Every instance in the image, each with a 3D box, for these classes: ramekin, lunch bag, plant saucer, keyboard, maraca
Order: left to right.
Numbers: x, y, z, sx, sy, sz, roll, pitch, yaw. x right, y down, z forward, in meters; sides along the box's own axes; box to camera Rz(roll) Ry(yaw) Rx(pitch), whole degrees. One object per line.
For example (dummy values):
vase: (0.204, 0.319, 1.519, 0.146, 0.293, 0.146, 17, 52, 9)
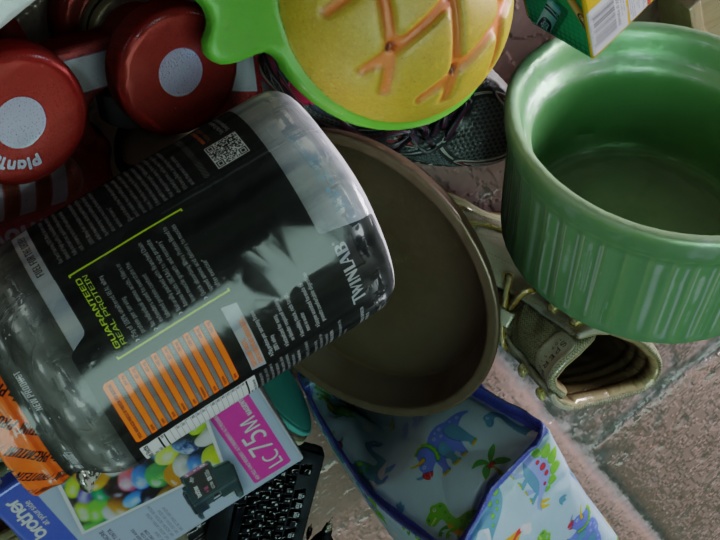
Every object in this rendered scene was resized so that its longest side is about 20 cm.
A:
keyboard: (-0.062, 0.211, 0.903, 0.103, 0.040, 0.202, -1, 120, -28)
maraca: (-0.002, -0.145, 0.638, 0.198, 0.107, 0.139, 10, 91, -36)
plant saucer: (0.000, 0.000, 0.773, 0.029, 0.198, 0.202, -44, 142, -42)
lunch bag: (0.059, 0.142, 0.877, 0.128, 0.199, 0.171, -50, 134, -15)
ramekin: (0.178, -0.052, 0.767, 0.198, 0.201, 0.098, -14, 139, -18)

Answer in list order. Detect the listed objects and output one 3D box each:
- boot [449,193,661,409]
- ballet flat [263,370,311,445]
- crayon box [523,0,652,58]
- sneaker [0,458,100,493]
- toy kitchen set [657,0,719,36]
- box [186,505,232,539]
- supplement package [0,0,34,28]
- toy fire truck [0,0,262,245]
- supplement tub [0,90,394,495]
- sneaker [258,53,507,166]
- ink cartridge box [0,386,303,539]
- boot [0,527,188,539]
boot: (0.086, 0.019, 0.822, 0.198, 0.155, 0.073, 9, 118, -30)
ballet flat: (-0.100, 0.052, 0.825, 0.069, 0.070, 0.201, -34, 129, -3)
crayon box: (0.137, -0.230, 0.708, 0.119, 0.058, 0.201, -44, 147, -11)
sneaker: (-0.141, 0.075, 0.691, 0.198, 0.090, 0.077, -18, 161, -1)
toy kitchen set: (0.324, -0.111, 0.854, 0.162, 0.181, 0.201, -29, 130, -8)
box: (-0.132, 0.268, 0.957, 0.199, 0.050, 0.199, -37, 131, -2)
supplement package: (-0.153, -0.213, 0.573, 0.199, 0.117, 0.117, -38, 129, 0)
toy fire truck: (-0.144, -0.062, 0.668, 0.198, 0.112, 0.170, -20, 126, -25)
supplement tub: (-0.093, 0.012, 0.609, 0.199, 0.123, 0.123, -31, 131, -11)
sneaker: (0.022, -0.100, 0.771, 0.198, 0.075, 0.081, 13, 114, -35)
ink cartridge box: (-0.143, 0.124, 0.772, 0.199, 0.042, 0.120, -30, 134, -4)
boot: (-0.185, 0.235, 0.832, 0.199, 0.155, 0.072, -36, 147, -2)
